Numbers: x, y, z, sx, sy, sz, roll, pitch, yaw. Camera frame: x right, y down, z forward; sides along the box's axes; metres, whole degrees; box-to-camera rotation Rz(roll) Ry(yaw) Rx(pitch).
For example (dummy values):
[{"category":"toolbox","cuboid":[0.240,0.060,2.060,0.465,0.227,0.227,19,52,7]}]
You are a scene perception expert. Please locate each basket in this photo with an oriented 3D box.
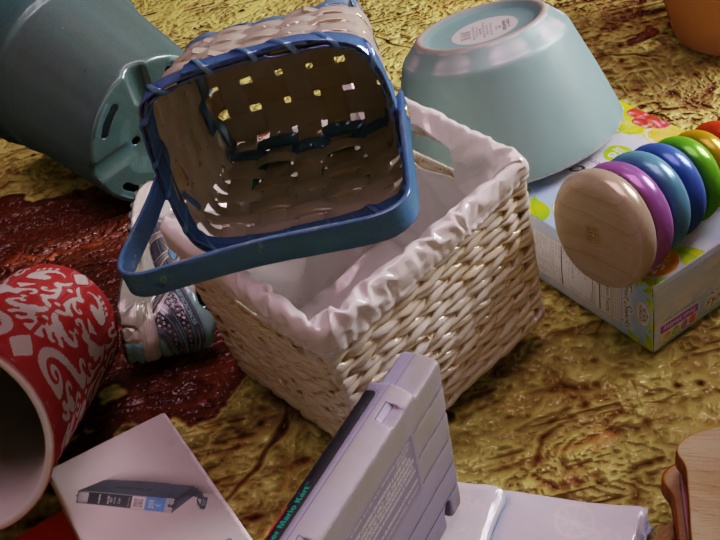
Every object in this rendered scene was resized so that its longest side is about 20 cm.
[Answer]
[{"category":"basket","cuboid":[0.000,0.000,0.831,0.199,0.162,0.197,-39,44,-22]},{"category":"basket","cuboid":[-0.046,-0.069,0.695,0.173,0.141,0.201,-10,33,14]}]

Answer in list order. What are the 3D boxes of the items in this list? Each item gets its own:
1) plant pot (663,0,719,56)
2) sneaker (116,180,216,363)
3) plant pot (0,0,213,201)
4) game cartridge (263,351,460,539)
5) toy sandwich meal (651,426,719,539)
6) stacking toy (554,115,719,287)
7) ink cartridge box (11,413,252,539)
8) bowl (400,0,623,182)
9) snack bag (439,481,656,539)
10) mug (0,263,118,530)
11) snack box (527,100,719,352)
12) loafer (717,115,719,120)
[{"category":"plant pot","cuboid":[0.378,-0.306,1.150,0.196,0.142,0.202,-8,38,6]},{"category":"sneaker","cuboid":[-0.153,0.000,0.979,0.085,0.078,0.202,-1,44,-5]},{"category":"plant pot","cuboid":[-0.253,-0.177,1.136,0.199,0.202,0.195,-34,49,-27]},{"category":"game cartridge","cuboid":[-0.004,0.155,0.638,0.038,0.131,0.201,8,42,30]},{"category":"toy sandwich meal","cuboid":[0.237,0.172,0.630,0.201,0.071,0.207,-8,37,6]},{"category":"stacking toy","cuboid":[0.231,-0.067,0.832,0.198,0.087,0.085,-30,40,-30]},{"category":"ink cartridge box","cuboid":[-0.159,0.197,0.735,0.174,0.045,0.200,-27,39,-20]},{"category":"bowl","cuboid":[0.111,-0.156,0.970,0.197,0.106,0.202,-15,27,8]},{"category":"snack bag","cuboid":[0.063,0.199,0.687,0.196,0.022,0.190,5,40,21]},{"category":"mug","cuboid":[-0.265,0.085,0.816,0.176,0.135,0.200,-29,13,13]},{"category":"snack box","cuboid":[0.216,-0.044,0.918,0.167,0.069,0.199,-29,39,-21]},{"category":"loafer","cuboid":[0.372,-0.131,0.968,0.198,0.072,0.068,-18,34,-28]}]
